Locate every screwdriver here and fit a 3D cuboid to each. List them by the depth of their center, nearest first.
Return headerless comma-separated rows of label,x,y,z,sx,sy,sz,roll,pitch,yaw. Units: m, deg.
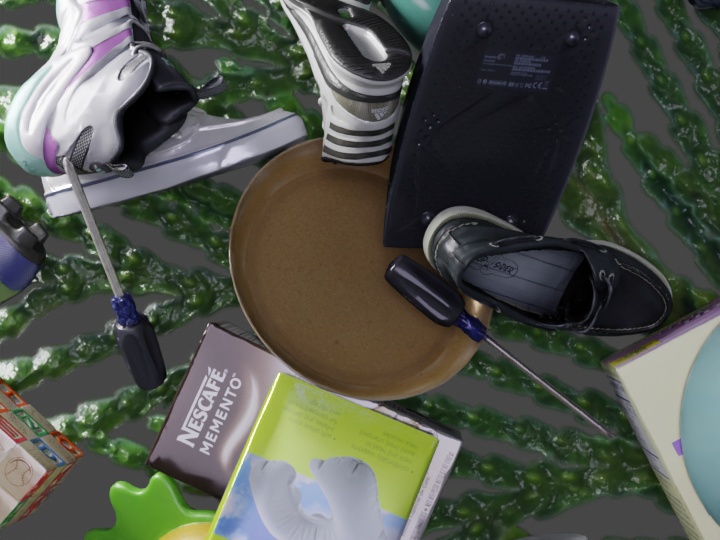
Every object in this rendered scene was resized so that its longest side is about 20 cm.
screwdriver,-0.174,0.007,1.084,0.028,0.029,0.201,-11,131,6
screwdriver,0.097,0.058,1.089,0.200,0.029,0.028,41,51,-4

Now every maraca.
maraca,-0.109,0.230,1.106,0.199,0.107,0.138,35,107,11

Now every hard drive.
hard drive,0.090,-0.105,1.067,0.134,0.042,0.201,2,126,-20

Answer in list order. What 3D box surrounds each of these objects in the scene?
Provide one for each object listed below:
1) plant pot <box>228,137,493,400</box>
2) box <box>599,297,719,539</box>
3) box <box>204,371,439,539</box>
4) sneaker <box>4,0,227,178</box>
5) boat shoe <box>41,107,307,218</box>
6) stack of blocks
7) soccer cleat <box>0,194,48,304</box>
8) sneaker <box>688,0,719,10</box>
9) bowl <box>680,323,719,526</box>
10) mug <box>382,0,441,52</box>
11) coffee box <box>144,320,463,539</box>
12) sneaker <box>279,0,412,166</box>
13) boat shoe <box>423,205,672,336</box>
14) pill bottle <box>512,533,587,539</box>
plant pot,0.000,0.000,1.105,0.198,0.027,0.202,7,66,-16
box,0.294,0.114,1.097,0.175,0.097,0.201,-28,90,2
box,-0.040,0.184,1.036,0.121,0.048,0.201,22,78,2
sneaker,-0.152,-0.149,1.090,0.139,0.078,0.201,8,70,24
boat shoe,-0.140,-0.093,1.125,0.198,0.074,0.066,-16,93,1
stack of blocks,-0.300,0.092,1.109,0.200,0.115,0.059,42,91,3
soccer cleat,-0.319,-0.054,1.137,0.200,0.065,0.084,43,98,2
sneaker,0.280,-0.214,1.119,0.199,0.074,0.081,36,100,8
bowl,0.314,0.103,0.996,0.199,0.105,0.203,0,89,1
mug,0.093,-0.239,1.096,0.151,0.114,0.186,24,91,2
coffee box,-0.039,0.128,1.116,0.199,0.080,0.114,24,90,2
sneaker,-0.023,-0.145,1.101,0.075,0.201,0.116,-4,130,-16
boat shoe,0.141,0.011,1.087,0.198,0.066,0.075,22,108,-22
pill bottle,0.140,0.293,1.097,0.103,0.104,0.202,-9,89,2
